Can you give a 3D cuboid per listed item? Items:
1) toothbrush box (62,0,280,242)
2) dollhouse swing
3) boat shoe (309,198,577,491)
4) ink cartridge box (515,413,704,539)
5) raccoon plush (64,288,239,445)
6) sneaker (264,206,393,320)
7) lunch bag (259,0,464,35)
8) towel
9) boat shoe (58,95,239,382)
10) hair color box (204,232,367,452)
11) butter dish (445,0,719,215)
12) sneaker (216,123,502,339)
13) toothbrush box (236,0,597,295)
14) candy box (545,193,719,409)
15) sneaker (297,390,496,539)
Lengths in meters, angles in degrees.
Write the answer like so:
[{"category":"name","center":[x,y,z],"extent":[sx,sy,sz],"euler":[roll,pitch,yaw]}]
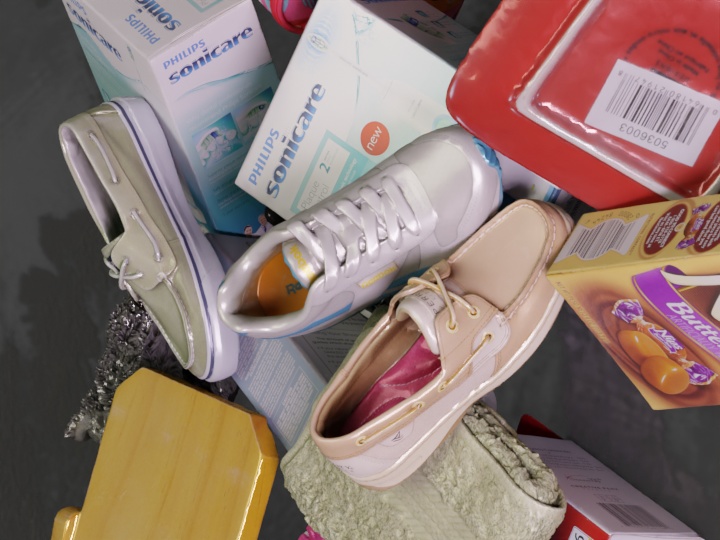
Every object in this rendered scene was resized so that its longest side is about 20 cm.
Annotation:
[{"category":"toothbrush box","center":[-0.117,-0.122,1.797],"extent":[0.146,0.085,0.200],"euler":[42,160,45]},{"category":"dollhouse swing","center":[-0.090,0.190,1.772],"extent":[0.200,0.182,0.176],"euler":[18,79,49]},{"category":"boat shoe","center":[0.047,0.037,1.508],"extent":[0.200,0.069,0.074],"euler":[-53,51,2]},{"category":"ink cartridge box","center":[0.091,0.207,1.589],"extent":[0.175,0.084,0.201],"euler":[36,111,47]},{"category":"raccoon plush","center":[-0.160,0.044,1.895],"extent":[0.134,0.096,0.201],"euler":[-7,86,52]},{"category":"sneaker","center":[0.000,0.000,1.721],"extent":[0.200,0.090,0.067],"euler":[46,119,42]},{"category":"lunch bag","center":[0.007,-0.246,1.684],"extent":[0.082,0.176,0.201],"euler":[47,120,46]},{"category":"towel","center":[0.032,0.131,1.567],"extent":[0.200,0.036,0.149],"euler":[46,119,38]},{"category":"boat shoe","center":[-0.141,-0.016,1.723],"extent":[0.201,0.062,0.072],"euler":[67,152,9]},{"category":"hair color box","center":[-0.030,0.057,1.741],"extent":[0.200,0.099,0.061],"euler":[50,123,41]},{"category":"butter dish","center":[0.173,-0.142,1.500],"extent":[0.200,0.199,0.148],"euler":[-54,16,26]},{"category":"sneaker","center":[0.001,-0.016,1.551],"extent":[0.200,0.081,0.077],"euler":[-37,77,30]},{"category":"toothbrush box","center":[0.044,-0.068,1.624],"extent":[0.200,0.085,0.147],"euler":[37,113,23]},{"category":"candy box","center":[0.212,0.015,1.446],"extent":[0.200,0.117,0.057],"euler":[-10,39,48]},{"category":"sneaker","center":[0.033,0.141,1.657],"extent":[0.081,0.088,0.200],"euler":[50,121,33]}]
